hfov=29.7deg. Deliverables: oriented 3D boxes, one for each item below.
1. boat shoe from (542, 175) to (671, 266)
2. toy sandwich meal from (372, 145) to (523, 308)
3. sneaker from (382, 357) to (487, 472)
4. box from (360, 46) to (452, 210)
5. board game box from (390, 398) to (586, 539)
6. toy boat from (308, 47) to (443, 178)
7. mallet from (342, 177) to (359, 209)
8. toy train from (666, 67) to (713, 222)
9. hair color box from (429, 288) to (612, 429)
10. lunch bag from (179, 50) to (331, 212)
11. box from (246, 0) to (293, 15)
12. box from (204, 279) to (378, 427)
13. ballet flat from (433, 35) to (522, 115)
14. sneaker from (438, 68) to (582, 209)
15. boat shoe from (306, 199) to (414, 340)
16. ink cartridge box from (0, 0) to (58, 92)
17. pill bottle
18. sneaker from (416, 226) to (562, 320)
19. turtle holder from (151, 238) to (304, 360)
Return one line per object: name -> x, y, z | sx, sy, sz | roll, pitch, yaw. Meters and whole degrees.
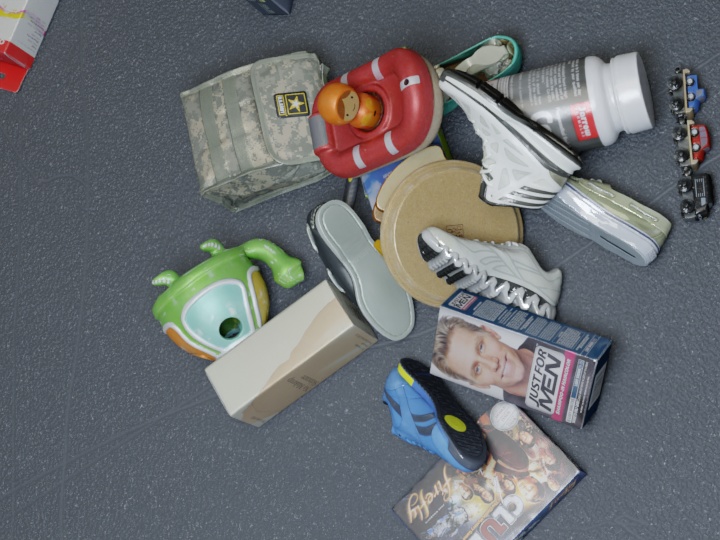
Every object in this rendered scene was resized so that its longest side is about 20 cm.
boat shoe -> 0.287, -0.078, 1.665 | 0.200, 0.072, 0.062 | 35, 73, 19
toy sandwich meal -> 0.105, -0.050, 1.701 | 0.205, 0.070, 0.206 | 0, 92, -12
sneaker -> 0.085, 0.191, 1.640 | 0.079, 0.066, 0.200 | -60, 38, 18
box -> 0.044, -0.183, 1.798 | 0.122, 0.048, 0.200 | -24, 68, 15
board game box -> 0.152, 0.265, 1.625 | 0.200, 0.035, 0.135 | -47, 63, 4
toy boat -> 0.001, -0.198, 1.662 | 0.200, 0.131, 0.131 | -21, 73, 37
mallet -> -0.013, -0.151, 1.771 | 0.066, 0.041, 0.200 | 16, 88, 28
toy train -> 0.404, -0.156, 1.650 | 0.046, 0.034, 0.200 | -7, 72, 17
hair color box -> 0.188, 0.104, 1.612 | 0.200, 0.061, 0.100 | 19, 120, 22
lunch bag -> -0.125, -0.191, 1.828 | 0.200, 0.118, 0.164 | -20, 70, 19
box -> -0.148, -0.466, 1.878 | 0.051, 0.200, 0.158 | 6, 76, 30
box -> -0.089, 0.108, 1.740 | 0.200, 0.095, 0.078 | -37, 65, 10
ballet flat -> 0.120, -0.249, 1.741 | 0.200, 0.070, 0.067 | -28, 71, -10
sneaker -> 0.154, -0.146, 1.622 | 0.200, 0.076, 0.115 | 38, 109, 2
boat shoe -> 0.000, 0.000, 1.729 | 0.076, 0.060, 0.200 | -30, 97, -23
ink cartridge box -> -0.549, -0.387, 2.093 | 0.116, 0.067, 0.200 | 17, 82, 26
pill bottle -> 0.255, -0.200, 1.680 | 0.200, 0.114, 0.114 | -12, 70, 19
sneaker -> 0.158, -0.006, 1.648 | 0.200, 0.075, 0.081 | 30, 74, -15
turtle holder -> -0.175, 0.039, 1.787 | 0.185, 0.141, 0.132 | -29, 77, -31
